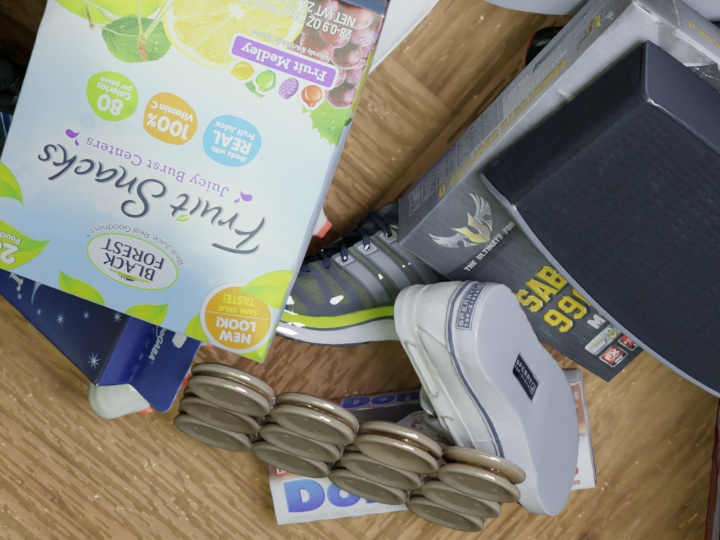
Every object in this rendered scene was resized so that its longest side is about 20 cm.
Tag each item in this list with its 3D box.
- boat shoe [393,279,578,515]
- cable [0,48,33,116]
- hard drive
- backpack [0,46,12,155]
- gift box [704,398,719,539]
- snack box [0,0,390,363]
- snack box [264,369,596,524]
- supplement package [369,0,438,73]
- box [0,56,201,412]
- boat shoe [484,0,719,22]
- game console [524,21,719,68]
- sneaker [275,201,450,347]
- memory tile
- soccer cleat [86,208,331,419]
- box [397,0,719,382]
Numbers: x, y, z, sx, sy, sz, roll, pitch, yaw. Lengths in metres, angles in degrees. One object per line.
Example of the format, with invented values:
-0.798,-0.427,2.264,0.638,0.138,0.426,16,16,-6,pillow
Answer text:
0.070,0.073,1.289,0.070,0.071,0.200,7,150,29,boat shoe
-0.193,-0.185,1.226,0.051,0.163,0.201,-19,73,43,cable
0.174,-0.018,1.204,0.135,0.042,0.200,-38,117,25,hard drive
-0.269,-0.099,1.263,0.163,0.153,0.201,-27,69,32,backpack
0.295,0.135,1.278,0.186,0.185,0.201,6,116,5,gift box
-0.093,-0.075,1.177,0.168,0.068,0.201,19,109,0,snack box
0.041,0.108,1.376,0.199,0.024,0.072,-8,110,8,snack box
-0.058,-0.193,1.231,0.200,0.117,0.117,43,107,-9,supplement package
-0.159,-0.021,1.287,0.200,0.032,0.122,39,113,30,box
0.125,-0.184,1.214,0.199,0.066,0.072,3,147,-19,boat shoe
0.195,-0.060,1.276,0.199,0.031,0.178,-1,126,5,game console
0.000,0.000,1.301,0.199,0.074,0.081,1,96,-27,sneaker
-0.010,0.103,1.300,0.199,0.153,0.017,20,72,-2,memory tile
-0.103,0.002,1.327,0.077,0.069,0.200,38,102,-28,soccer cleat
0.142,-0.050,1.239,0.158,0.048,0.200,33,120,-21,box
